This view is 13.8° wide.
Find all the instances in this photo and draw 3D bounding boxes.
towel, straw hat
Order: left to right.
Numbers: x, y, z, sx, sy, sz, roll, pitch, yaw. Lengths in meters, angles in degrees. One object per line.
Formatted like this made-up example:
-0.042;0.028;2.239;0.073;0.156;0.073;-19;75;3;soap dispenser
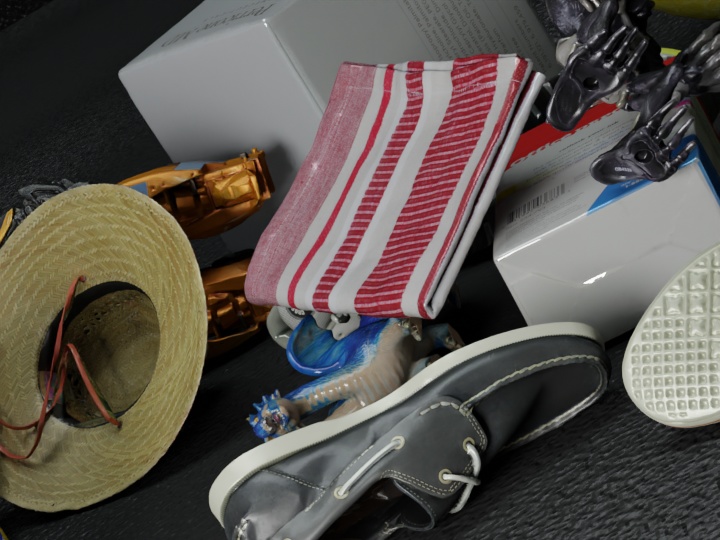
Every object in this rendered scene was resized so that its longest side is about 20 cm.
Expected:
-0.141;0.052;1.743;0.200;0.202;0.085;-22;-23;32;straw hat
0.013;-0.044;1.536;0.200;0.023;0.145;4;68;62;towel

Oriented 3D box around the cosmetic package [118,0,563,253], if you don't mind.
-0.008;-0.127;1.918;0.167;0.167;0.200;-12;25;50;cosmetic package

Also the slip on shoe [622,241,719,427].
0.202;0.002;1.309;0.200;0.074;0.061;-39;-19;-5;slip on shoe

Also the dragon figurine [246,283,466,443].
-0.001;0.047;1.549;0.099;0.059;0.200;-27;15;17;dragon figurine

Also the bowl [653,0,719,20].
0.241;-0.206;1.792;0.199;0.108;0.200;-29;16;9;bowl

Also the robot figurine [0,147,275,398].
-0.138;0.003;1.811;0.199;0.146;0.058;-19;11;10;robot figurine

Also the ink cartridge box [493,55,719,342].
0.133;-0.036;1.534;0.116;0.067;0.200;-27;15;12;ink cartridge box

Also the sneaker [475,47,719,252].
0.120;-0.080;1.695;0.199;0.078;0.090;-22;11;27;sneaker

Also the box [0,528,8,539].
-0.256;0.173;1.389;0.122;0.193;0.200;-25;17;22;box

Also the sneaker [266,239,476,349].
0.000;0.000;1.636;0.088;0.074;0.200;-40;-5;-25;sneaker

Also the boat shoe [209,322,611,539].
0.032;0.090;1.375;0.199;0.072;0.068;-26;51;-6;boat shoe

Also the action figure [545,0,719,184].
0.138;-0.123;1.475;0.102;0.119;0.200;-34;23;20;action figure
